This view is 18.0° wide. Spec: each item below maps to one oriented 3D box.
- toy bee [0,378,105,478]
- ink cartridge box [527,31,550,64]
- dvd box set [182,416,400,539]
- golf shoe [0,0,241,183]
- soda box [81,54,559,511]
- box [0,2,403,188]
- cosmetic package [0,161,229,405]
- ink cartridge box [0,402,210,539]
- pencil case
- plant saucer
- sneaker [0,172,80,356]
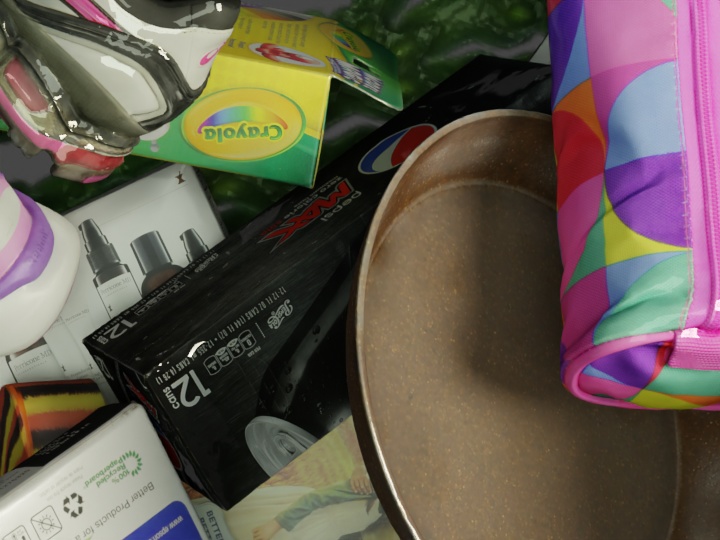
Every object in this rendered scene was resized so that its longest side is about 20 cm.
[{"bbox_3d":[-0.103,0.148,0.854,0.130,0.109,0.201,-23,117,-13],"label":"toy bee"},{"bbox_3d":[0.147,-0.110,0.882,0.109,0.050,0.200,35,123,-4],"label":"ink cartridge box"},{"bbox_3d":[0.023,0.116,0.917,0.199,0.029,0.147,-21,95,1],"label":"dvd box set"},{"bbox_3d":[-0.115,-0.133,0.754,0.092,0.073,0.201,-38,84,23],"label":"golf shoe"},{"bbox_3d":[0.000,0.000,0.851,0.199,0.071,0.064,-37,113,-16],"label":"soda box"},{"bbox_3d":[-0.083,-0.078,0.856,0.198,0.117,0.049,9,106,-2],"label":"box"},{"bbox_3d":[-0.140,0.032,0.896,0.199,0.051,0.083,-26,94,0],"label":"cosmetic package"},{"bbox_3d":[-0.075,0.157,0.803,0.094,0.037,0.201,-34,103,-36],"label":"ink cartridge box"},{"bbox_3d":[0.105,-0.053,0.784,0.088,0.088,0.202,-1,71,-2],"label":"pencil case"},{"bbox_3d":[0.064,0.044,0.792,0.034,0.200,0.201,-21,97,44],"label":"plant saucer"},{"bbox_3d":[-0.207,-0.017,0.845,0.198,0.089,0.081,-3,52,20],"label":"sneaker"}]
